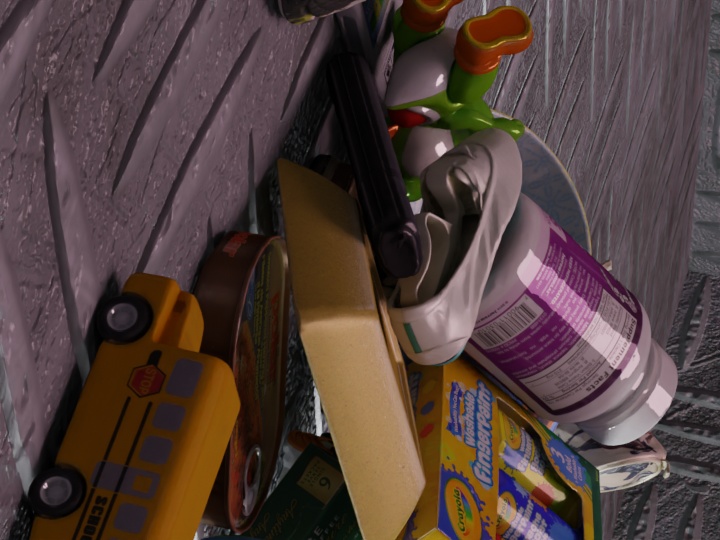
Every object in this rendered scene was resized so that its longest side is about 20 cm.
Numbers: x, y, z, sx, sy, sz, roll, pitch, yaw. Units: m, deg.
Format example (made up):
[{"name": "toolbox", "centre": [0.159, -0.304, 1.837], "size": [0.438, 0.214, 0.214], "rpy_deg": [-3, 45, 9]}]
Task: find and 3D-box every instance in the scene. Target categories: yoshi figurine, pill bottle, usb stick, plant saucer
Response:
[{"name": "yoshi figurine", "centre": [0.065, -0.131, 1.707], "size": [0.200, 0.112, 0.113], "rpy_deg": [110, -16, -52]}, {"name": "pill bottle", "centre": [0.134, 0.038, 1.696], "size": [0.200, 0.112, 0.112], "rpy_deg": [41, 53, -32]}, {"name": "usb stick", "centre": [0.009, -0.072, 1.591], "size": [0.200, 0.033, 0.056], "rpy_deg": [-105, 177, -49]}, {"name": "plant saucer", "centre": [-0.002, 0.051, 1.548], "size": [0.200, 0.048, 0.200], "rpy_deg": [-99, 175, -57]}]

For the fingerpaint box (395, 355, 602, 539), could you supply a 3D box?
[{"name": "fingerpaint box", "centre": [0.089, 0.171, 1.646], "size": [0.073, 0.167, 0.200], "rpy_deg": [-38, -155, 27]}]

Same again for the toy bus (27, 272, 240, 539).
[{"name": "toy bus", "centre": [-0.120, 0.102, 1.269], "size": [0.065, 0.078, 0.200], "rpy_deg": [80, 25, -57]}]

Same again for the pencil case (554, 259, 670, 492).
[{"name": "pencil case", "centre": [0.182, 0.084, 1.905], "size": [0.078, 0.089, 0.200], "rpy_deg": [55, 18, -62]}]

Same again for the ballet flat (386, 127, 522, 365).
[{"name": "ballet flat", "centre": [0.061, -0.031, 1.605], "size": [0.069, 0.069, 0.200], "rpy_deg": [82, 21, -54]}]

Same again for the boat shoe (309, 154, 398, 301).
[{"name": "boat shoe", "centre": [0.000, 0.000, 1.702], "size": [0.200, 0.074, 0.076], "rpy_deg": [82, 23, -55]}]

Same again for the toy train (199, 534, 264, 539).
[{"name": "toy train", "centre": [-0.082, 0.220, 1.524], "size": [0.200, 0.085, 0.116], "rpy_deg": [14, 84, -89]}]

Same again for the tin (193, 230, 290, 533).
[{"name": "tin", "centre": [-0.078, 0.070, 1.512], "size": [0.112, 0.042, 0.200], "rpy_deg": [-48, 146, -58]}]

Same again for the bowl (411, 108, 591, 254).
[{"name": "bowl", "centre": [0.071, -0.017, 1.864], "size": [0.108, 0.200, 0.200], "rpy_deg": [-24, -140, 51]}]

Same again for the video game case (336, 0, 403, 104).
[{"name": "video game case", "centre": [0.023, -0.244, 1.717], "size": [0.182, 0.022, 0.200], "rpy_deg": [73, 32, -64]}]

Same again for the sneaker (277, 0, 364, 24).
[{"name": "sneaker", "centre": [-0.007, -0.214, 1.546], "size": [0.200, 0.074, 0.085], "rpy_deg": [-31, 102, -62]}]

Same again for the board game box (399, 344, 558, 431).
[{"name": "board game box", "centre": [0.089, 0.066, 1.765], "size": [0.200, 0.151, 0.037], "rpy_deg": [-61, -156, -9]}]

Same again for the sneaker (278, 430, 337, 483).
[{"name": "sneaker", "centre": [-0.020, 0.173, 1.792], "size": [0.200, 0.076, 0.092], "rpy_deg": [18, 92, -68]}]

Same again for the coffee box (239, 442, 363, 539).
[{"name": "coffee box", "centre": [-0.025, 0.206, 1.684], "size": [0.123, 0.044, 0.200], "rpy_deg": [-53, 153, -6]}]
